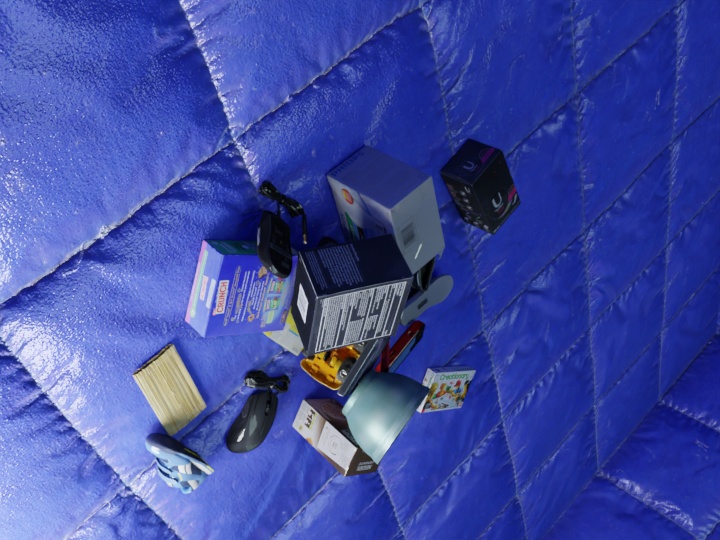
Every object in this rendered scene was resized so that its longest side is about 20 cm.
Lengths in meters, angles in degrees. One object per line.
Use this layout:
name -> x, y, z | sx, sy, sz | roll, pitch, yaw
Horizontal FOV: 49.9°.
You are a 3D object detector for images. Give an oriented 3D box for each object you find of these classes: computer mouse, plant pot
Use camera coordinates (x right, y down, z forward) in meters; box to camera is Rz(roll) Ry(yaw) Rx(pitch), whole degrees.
computer mouse -> -0.152, -0.062, 1.489 | 0.140, 0.046, 0.201 | 29, 47, -51
computer mouse -> -0.228, 0.323, 1.705 | 0.138, 0.053, 0.201 | 18, 99, -51
plant pot -> 0.044, 0.302, 1.702 | 0.201, 0.134, 0.200 | -51, 169, -14

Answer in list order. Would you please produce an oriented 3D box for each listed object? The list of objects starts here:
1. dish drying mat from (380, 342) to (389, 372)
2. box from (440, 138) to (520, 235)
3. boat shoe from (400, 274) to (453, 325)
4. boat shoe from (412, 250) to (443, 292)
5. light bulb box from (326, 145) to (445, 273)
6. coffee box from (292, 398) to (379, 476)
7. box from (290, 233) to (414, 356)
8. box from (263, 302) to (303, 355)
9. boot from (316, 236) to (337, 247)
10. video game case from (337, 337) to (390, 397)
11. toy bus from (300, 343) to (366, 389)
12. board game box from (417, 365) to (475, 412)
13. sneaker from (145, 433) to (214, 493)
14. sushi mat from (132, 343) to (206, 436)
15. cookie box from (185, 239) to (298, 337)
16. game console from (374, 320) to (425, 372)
dish drying mat -> 0.060, 0.183, 1.838 | 0.201, 0.018, 0.077 | -84, 180, -51
box -> 0.297, -0.202, 1.891 | 0.122, 0.106, 0.200 | -50, 139, -12
boat shoe -> 0.151, 0.065, 1.942 | 0.200, 0.056, 0.069 | -34, 125, -29
boat shoe -> 0.160, -0.046, 1.878 | 0.075, 0.062, 0.201 | -1, 113, -44
light bulb box -> 0.054, -0.123, 1.610 | 0.125, 0.200, 0.199 | -38, 136, -22
coffee box -> -0.050, 0.387, 1.813 | 0.114, 0.200, 0.080 | 8, 111, -47
box -> -0.022, 0.048, 1.521 | 0.197, 0.124, 0.201 | -10, 144, -19
box -> -0.120, 0.073, 1.669 | 0.200, 0.048, 0.117 | -53, 140, -5
boot -> 0.000, 0.000, 1.682 | 0.200, 0.131, 0.070 | 22, 96, -50
video game case -> 0.011, 0.204, 1.690 | 0.143, 0.019, 0.200 | -59, 169, 1
toy bus -> -0.021, 0.162, 1.781 | 0.201, 0.135, 0.192 | -62, 156, 7
board game box -> 0.243, 0.339, 2.225 | 0.199, 0.035, 0.127 | 4, 110, -48
sneaker -> -0.379, 0.398, 1.578 | 0.082, 0.074, 0.200 | -48, 138, -10
sushi mat -> -0.374, 0.239, 1.529 | 0.096, 0.012, 0.201 | -39, 137, -25
cookie box -> -0.225, 0.032, 1.510 | 0.199, 0.075, 0.172 | 0, 113, -47
game console -> 0.094, 0.221, 1.949 | 0.200, 0.031, 0.177 | -49, 163, -12
